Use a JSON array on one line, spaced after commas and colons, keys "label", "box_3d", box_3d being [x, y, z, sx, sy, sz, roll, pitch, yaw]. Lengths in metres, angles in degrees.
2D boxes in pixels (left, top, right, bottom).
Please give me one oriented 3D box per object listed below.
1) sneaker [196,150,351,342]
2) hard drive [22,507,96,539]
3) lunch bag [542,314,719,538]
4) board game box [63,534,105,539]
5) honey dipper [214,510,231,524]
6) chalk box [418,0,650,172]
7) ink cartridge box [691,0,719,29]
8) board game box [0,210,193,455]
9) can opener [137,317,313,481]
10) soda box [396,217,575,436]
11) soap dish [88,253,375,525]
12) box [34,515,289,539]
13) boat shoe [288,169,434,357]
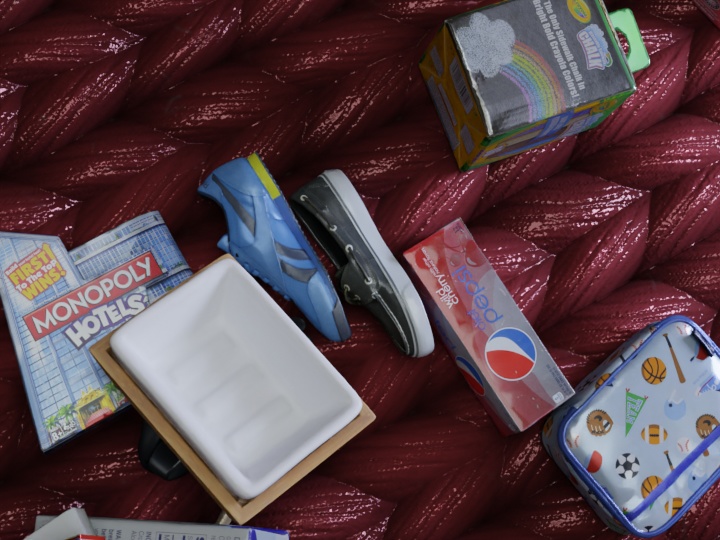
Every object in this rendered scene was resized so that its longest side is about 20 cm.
[{"label": "sneaker", "box_3d": [-0.081, -0.011, 1.396, 0.078, 0.066, 0.200, -31, 85, -5]}, {"label": "hard drive", "box_3d": [-0.238, 0.312, 1.209, 0.132, 0.026, 0.200, -34, 70, 9]}, {"label": "lunch bag", "box_3d": [0.285, 0.148, 1.422, 0.200, 0.076, 0.160, -40, 90, -13]}, {"label": "board game box", "box_3d": [-0.281, 0.311, 1.184, 0.200, 0.046, 0.152, -20, 72, 14]}, {"label": "honey dipper", "box_3d": [-0.131, 0.237, 1.355, 0.038, 0.038, 0.200, 30, 80, -3]}, {"label": "chalk box", "box_3d": [0.177, -0.194, 1.443, 0.200, 0.124, 0.125, -18, 82, -13]}, {"label": "ink cartridge box", "box_3d": [0.369, -0.340, 1.462, 0.083, 0.200, 0.147, -44, 89, -15]}, {"label": "board game box", "box_3d": [-0.245, 0.031, 1.358, 0.200, 0.062, 0.200, -29, 86, -14]}, {"label": "can opener", "box_3d": [-0.121, 0.117, 1.367, 0.079, 0.063, 0.200, 38, 63, 26]}, {"label": "soda box", "box_3d": [0.113, 0.055, 1.414, 0.070, 0.063, 0.200, -32, 86, -15]}, {"label": "soap dish", "box_3d": [-0.111, 0.104, 1.285, 0.157, 0.081, 0.200, -36, 76, -29]}, {"label": "box", "box_3d": [-0.173, 0.303, 1.262, 0.199, 0.105, 0.184, 1, 79, 17]}, {"label": "boat shoe", "box_3d": [0.000, 0.000, 1.405, 0.057, 0.069, 0.200, -27, 78, -16]}]
